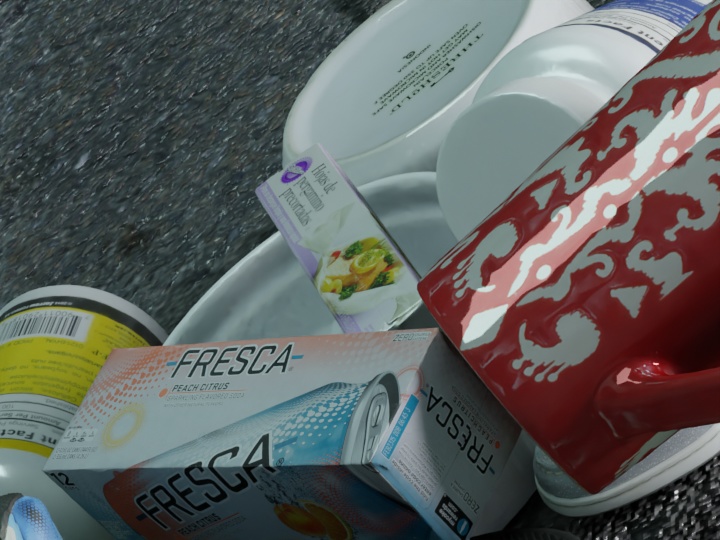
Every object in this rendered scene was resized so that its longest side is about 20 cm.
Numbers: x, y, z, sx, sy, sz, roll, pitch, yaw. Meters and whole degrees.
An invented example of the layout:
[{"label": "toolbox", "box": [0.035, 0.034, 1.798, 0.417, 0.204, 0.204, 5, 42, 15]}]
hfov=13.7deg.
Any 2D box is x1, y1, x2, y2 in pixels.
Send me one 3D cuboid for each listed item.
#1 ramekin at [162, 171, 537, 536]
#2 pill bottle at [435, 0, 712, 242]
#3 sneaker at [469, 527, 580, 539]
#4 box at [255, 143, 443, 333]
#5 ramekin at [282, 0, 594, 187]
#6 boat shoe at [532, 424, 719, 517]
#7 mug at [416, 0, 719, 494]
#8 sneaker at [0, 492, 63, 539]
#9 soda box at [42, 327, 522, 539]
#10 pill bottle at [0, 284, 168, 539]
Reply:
[{"label": "ramekin", "box": [0.001, 0.061, 1.354, 0.200, 0.105, 0.200, -31, 26, 17]}, {"label": "pill bottle", "box": [0.113, -0.058, 1.307, 0.111, 0.111, 0.200, -22, 3, 32]}, {"label": "sneaker", "box": [0.006, 0.183, 1.125, 0.199, 0.121, 0.084, -18, 15, -26]}, {"label": "box", "box": [0.000, 0.000, 1.286, 0.039, 0.041, 0.200, -37, 24, 2]}, {"label": "ramekin", "box": [0.050, -0.074, 1.522, 0.202, 0.094, 0.203, -31, 26, 17]}, {"label": "boat shoe", "box": [0.147, 0.023, 1.266, 0.202, 0.065, 0.074, -40, 25, 0]}, {"label": "mug", "box": [0.130, -0.015, 1.129, 0.200, 0.134, 0.178, -40, 8, 5]}, {"label": "sneaker", "box": [-0.093, 0.174, 1.208, 0.090, 0.200, 0.078, -35, 11, -32]}, {"label": "soda box", "box": [-0.035, 0.071, 1.200, 0.200, 0.064, 0.069, -6, 47, 46]}, {"label": "pill bottle", "box": [-0.161, 0.109, 1.486, 0.111, 0.111, 0.200, -24, 29, 29]}]
